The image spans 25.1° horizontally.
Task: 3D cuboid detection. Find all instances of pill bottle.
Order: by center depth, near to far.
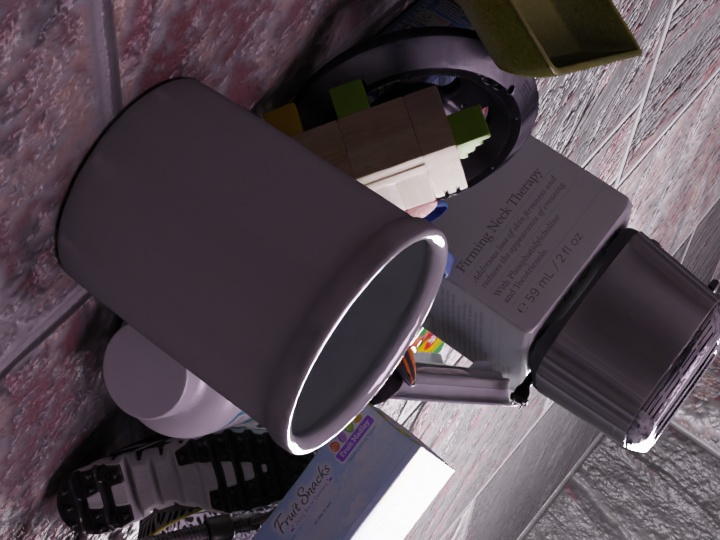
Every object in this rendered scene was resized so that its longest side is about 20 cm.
[{"bbox_3d":[-0.111,0.063,1.209,0.111,0.110,0.200,-60,162,14],"label":"pill bottle"}]

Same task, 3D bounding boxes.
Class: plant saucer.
[{"bbox_3d":[0.112,-0.226,1.208,0.048,0.201,0.200,-33,174,29],"label":"plant saucer"}]

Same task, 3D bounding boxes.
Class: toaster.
[{"bbox_3d":[0.241,0.072,1.458,0.200,0.129,0.114,-51,161,-12],"label":"toaster"}]

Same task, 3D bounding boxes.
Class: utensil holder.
[{"bbox_3d":[-0.070,-0.008,1.044,0.170,0.199,0.170,-48,161,-22],"label":"utensil holder"}]

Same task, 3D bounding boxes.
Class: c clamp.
[{"bbox_3d":[-0.174,0.219,1.274,0.198,0.027,0.171,-11,165,-18],"label":"c clamp"}]

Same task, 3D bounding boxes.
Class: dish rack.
[{"bbox_3d":[0.043,0.099,1.540,0.200,0.170,0.044,-178,-86,-69],"label":"dish rack"}]

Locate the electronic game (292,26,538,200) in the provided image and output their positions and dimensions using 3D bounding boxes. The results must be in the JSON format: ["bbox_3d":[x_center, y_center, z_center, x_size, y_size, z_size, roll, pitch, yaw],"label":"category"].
[{"bbox_3d":[0.040,-0.114,1.244,0.198,0.042,0.201,-8,145,-6],"label":"electronic game"}]

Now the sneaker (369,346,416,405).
[{"bbox_3d":[-0.004,0.045,1.222,0.077,0.113,0.200,-23,168,22],"label":"sneaker"}]

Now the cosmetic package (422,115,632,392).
[{"bbox_3d":[0.123,-0.023,1.523,0.168,0.199,0.167,-51,162,-16],"label":"cosmetic package"}]

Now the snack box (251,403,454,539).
[{"bbox_3d":[-0.011,0.194,1.260,0.169,0.068,0.200,-52,166,-4],"label":"snack box"}]

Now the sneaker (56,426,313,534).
[{"bbox_3d":[-0.132,0.154,1.261,0.091,0.198,0.067,-66,144,-80],"label":"sneaker"}]

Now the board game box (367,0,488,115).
[{"bbox_3d":[0.082,-0.177,1.376,0.200,0.061,0.200,-49,161,-20],"label":"board game box"}]

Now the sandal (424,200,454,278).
[{"bbox_3d":[0.000,0.000,1.373,0.199,0.087,0.079,-33,165,6],"label":"sandal"}]

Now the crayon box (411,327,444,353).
[{"bbox_3d":[0.100,0.001,1.753,0.201,0.051,0.127,-55,162,-4],"label":"crayon box"}]

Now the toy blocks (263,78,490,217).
[{"bbox_3d":[0.002,-0.061,1.202,0.199,0.101,0.137,-19,157,4],"label":"toy blocks"}]

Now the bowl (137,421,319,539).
[{"bbox_3d":[-0.109,0.180,1.392,0.199,0.095,0.201,-16,157,-7],"label":"bowl"}]
